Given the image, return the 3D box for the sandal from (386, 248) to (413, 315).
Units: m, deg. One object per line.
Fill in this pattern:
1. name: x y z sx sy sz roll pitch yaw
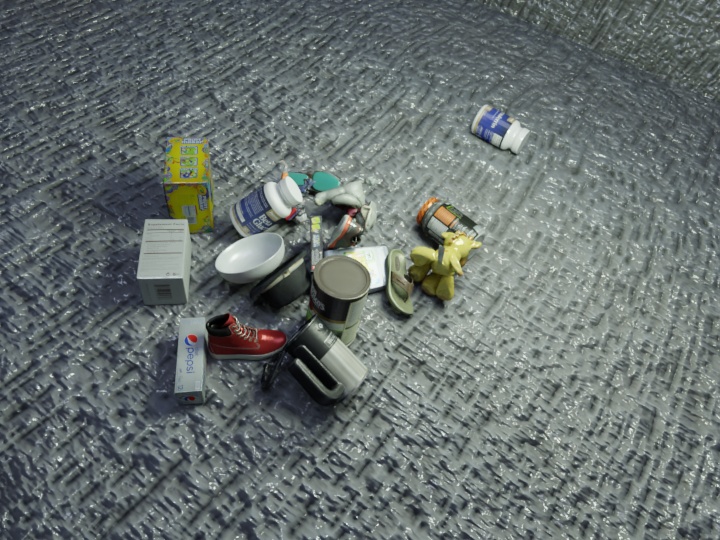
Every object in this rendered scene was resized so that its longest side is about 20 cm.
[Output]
1. sandal: 0.114 0.027 1.504 0.079 0.057 0.204 10 63 -37

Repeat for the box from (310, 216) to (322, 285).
1. box: -0.123 -0.043 1.514 0.034 0.111 0.202 -2 53 -3

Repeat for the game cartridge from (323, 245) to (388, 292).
1. game cartridge: 0.000 0.000 1.530 0.197 0.041 0.135 -6 70 -20

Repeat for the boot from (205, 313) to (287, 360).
1. boot: -0.277 0.155 1.313 0.196 0.145 0.073 -3 50 -14

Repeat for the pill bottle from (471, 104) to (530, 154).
1. pill bottle: 0.527 -0.527 2.003 0.199 0.117 0.116 34 54 17

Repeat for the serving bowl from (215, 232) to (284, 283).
1. serving bowl: -0.297 -0.025 1.474 0.197 0.067 0.201 -13 32 8

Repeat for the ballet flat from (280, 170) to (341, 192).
1. ballet flat: -0.156 -0.289 1.729 0.197 0.073 0.073 8 51 5

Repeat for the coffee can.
1. coffee can: -0.061 0.084 1.357 0.144 0.202 0.148 8 44 -8

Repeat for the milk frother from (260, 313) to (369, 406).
1. milk frother: -0.119 0.246 1.288 0.188 0.200 0.181 46 47 -4

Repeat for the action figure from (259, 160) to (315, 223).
1. action figure: -0.207 -0.236 1.633 0.196 0.198 0.104 63 23 9

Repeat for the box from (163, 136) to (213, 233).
1. box: -0.496 -0.247 1.554 0.120 0.201 0.195 -4 53 -12

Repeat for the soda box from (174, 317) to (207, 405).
1. soda box: -0.407 0.216 1.290 0.062 0.069 0.202 -2 52 -10

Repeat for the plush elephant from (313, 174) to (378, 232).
1. plush elephant: -0.016 -0.185 1.635 0.197 0.165 0.157 -18 91 16

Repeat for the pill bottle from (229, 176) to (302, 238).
1. pill bottle: -0.270 -0.186 1.542 0.198 0.111 0.112 -29 52 17

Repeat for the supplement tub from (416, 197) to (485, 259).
1. supplement tub: 0.275 -0.130 1.645 0.122 0.123 0.200 -35 64 -31

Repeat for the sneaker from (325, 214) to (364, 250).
1. sneaker: -0.043 -0.087 1.524 0.081 0.200 0.078 26 71 -9

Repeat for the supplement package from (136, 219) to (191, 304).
1. supplement package: -0.520 -0.025 1.429 0.115 0.118 0.202 -1 52 -11

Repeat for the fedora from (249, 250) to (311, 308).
1. fedora: -0.200 0.036 1.437 0.200 0.200 0.092 -42 101 -33

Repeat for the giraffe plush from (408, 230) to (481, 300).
1. giraffe plush: 0.249 -0.040 1.520 0.172 0.201 0.162 41 53 12
